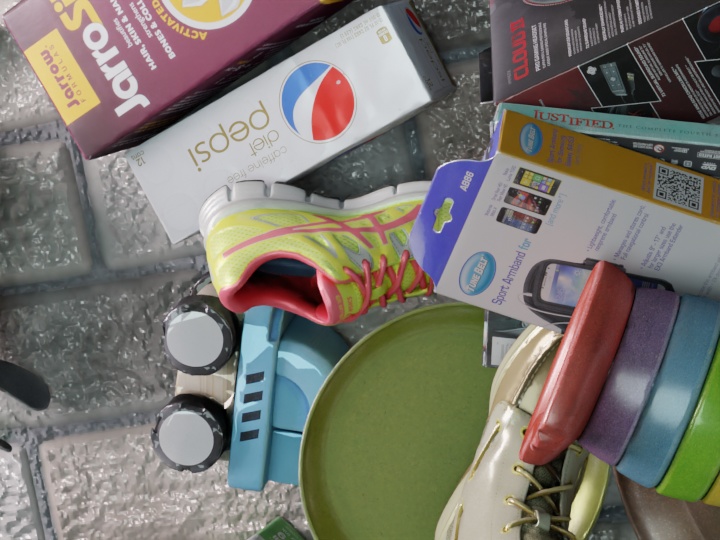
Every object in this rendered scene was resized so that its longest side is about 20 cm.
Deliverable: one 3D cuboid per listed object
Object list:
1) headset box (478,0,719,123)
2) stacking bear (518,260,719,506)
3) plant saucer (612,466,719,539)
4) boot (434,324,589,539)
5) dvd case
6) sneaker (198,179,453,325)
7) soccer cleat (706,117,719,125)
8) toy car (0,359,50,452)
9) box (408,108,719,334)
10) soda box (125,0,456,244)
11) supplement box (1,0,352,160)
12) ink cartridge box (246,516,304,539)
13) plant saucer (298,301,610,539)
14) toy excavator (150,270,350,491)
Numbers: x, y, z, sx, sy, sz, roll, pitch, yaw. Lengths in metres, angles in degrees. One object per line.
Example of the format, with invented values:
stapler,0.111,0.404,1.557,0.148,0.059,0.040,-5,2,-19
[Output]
headset box,0.157,-0.145,1.213,0.199,0.149,0.075,-23,127,21
stacking bear,0.198,0.082,1.129,0.199,0.121,0.114,22,81,3
plant saucer,0.224,0.146,1.262,0.037,0.200,0.201,-26,92,-23
boot,0.103,0.133,1.219,0.072,0.155,0.201,19,114,-11
dvd case,0.144,-0.009,1.219,0.145,0.022,0.201,6,135,7
sneaker,0.000,0.000,1.305,0.199,0.091,0.078,-1,133,0
soccer cleat,0.230,-0.035,1.249,0.068,0.085,0.201,-28,92,19
toy car,-0.279,0.027,1.396,0.158,0.164,0.200,-39,97,21
box,0.130,-0.014,1.175,0.199,0.042,0.119,20,136,-3
soda box,-0.043,-0.093,1.340,0.199,0.064,0.068,-28,91,21
supplement box,-0.108,-0.168,1.334,0.199,0.086,0.111,-32,90,21
ink cartridge box,-0.103,0.254,1.352,0.088,0.200,0.145,46,110,5
plant saucer,0.057,0.116,1.327,0.199,0.031,0.201,-2,99,-11
toy excavator,-0.026,0.105,1.363,0.199,0.100,0.196,8,104,8
